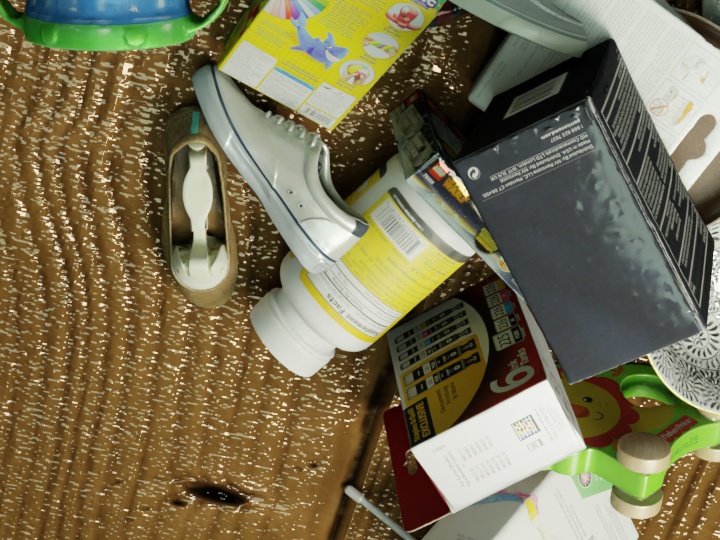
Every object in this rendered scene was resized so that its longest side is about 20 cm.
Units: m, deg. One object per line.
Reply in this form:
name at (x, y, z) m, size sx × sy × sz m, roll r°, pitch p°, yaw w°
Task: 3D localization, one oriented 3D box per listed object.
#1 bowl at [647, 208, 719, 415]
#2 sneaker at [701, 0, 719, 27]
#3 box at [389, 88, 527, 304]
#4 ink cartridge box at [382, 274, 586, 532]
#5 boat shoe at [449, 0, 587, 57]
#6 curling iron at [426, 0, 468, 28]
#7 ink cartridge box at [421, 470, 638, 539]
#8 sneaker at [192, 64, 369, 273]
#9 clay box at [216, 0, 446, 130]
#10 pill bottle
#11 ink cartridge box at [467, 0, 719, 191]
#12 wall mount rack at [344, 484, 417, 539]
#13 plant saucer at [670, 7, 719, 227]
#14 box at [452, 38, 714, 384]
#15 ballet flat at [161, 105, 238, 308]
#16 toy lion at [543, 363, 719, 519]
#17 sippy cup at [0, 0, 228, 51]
bowl at (0.340, 0.023, 1.449) m, size 0.200 × 0.094 × 0.202 m, roll -2°, pitch 107°, yaw -5°
sneaker at (0.350, -0.253, 1.325) m, size 0.118 × 0.074 × 0.201 m, roll -22°, pitch 132°, yaw -15°
box at (0.108, -0.053, 1.369) m, size 0.040 × 0.137 × 0.200 m, roll -39°, pitch 116°, yaw 15°
ink cartridge box at (0.088, 0.114, 1.418) m, size 0.175 × 0.200 × 0.084 m, roll -28°, pitch 116°, yaw 8°
boat shoe at (0.102, -0.242, 1.277) m, size 0.200 × 0.070 × 0.072 m, roll 32°, pitch 106°, yaw 7°
curling iron at (0.060, -0.225, 1.336) m, size 0.199 × 0.026 × 0.050 m, roll -21°, pitch 97°, yaw 11°
ink cartridge box at (0.156, 0.263, 1.515) m, size 0.200 × 0.087 × 0.146 m, roll -45°, pitch 123°, yaw -29°
sneaker at (-0.064, -0.097, 1.338) m, size 0.071 × 0.073 × 0.200 m, roll -35°, pitch 89°, yaw 10°
clay box at (-0.020, -0.204, 1.275) m, size 0.115 × 0.048 × 0.200 m, roll 27°, pitch 140°, yaw -18°
pill bottle at (0.000, 0.000, 1.400) m, size 0.200 × 0.111 × 0.111 m, roll -41°, pitch 115°, yaw 16°
ink cartridge box at (0.215, -0.156, 1.338) m, size 0.200 × 0.050 × 0.162 m, roll 34°, pitch 115°, yaw -4°
wall mount rack at (0.040, 0.304, 1.594) m, size 0.173 × 0.075 × 0.200 m, roll 20°, pitch 114°, yaw -20°
plant saucer at (0.251, -0.127, 1.365) m, size 0.199 × 0.032 × 0.201 m, roll 7°, pitch 109°, yaw 19°
box at (0.181, -0.049, 1.251) m, size 0.123 × 0.200 × 0.199 m, roll -25°, pitch 102°, yaw 22°
ballet flat at (-0.140, -0.042, 1.385) m, size 0.067 × 0.072 × 0.201 m, roll 0°, pitch 118°, yaw -5°
toy lion at (0.228, 0.137, 1.477) m, size 0.200 × 0.191 × 0.069 m, roll -24°, pitch 130°, yaw -40°
sippy cup at (-0.198, -0.247, 1.244) m, size 0.177 × 0.140 × 0.131 m, roll -10°, pitch 110°, yaw -28°
